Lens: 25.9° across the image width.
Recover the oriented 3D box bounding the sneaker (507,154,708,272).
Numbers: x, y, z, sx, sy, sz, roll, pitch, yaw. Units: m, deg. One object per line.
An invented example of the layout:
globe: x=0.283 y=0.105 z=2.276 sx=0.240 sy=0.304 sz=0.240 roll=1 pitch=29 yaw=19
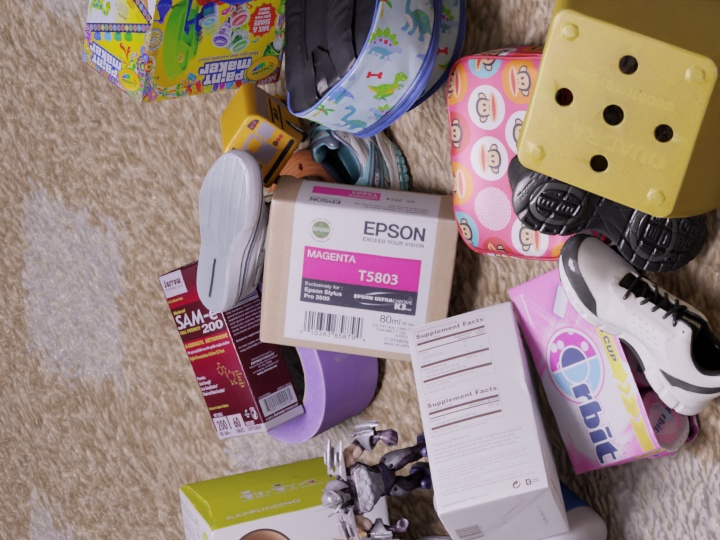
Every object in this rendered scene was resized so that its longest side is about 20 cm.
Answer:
sneaker: x=0.219 y=-0.063 z=1.386 sx=0.076 sy=0.198 sz=0.091 roll=-61 pitch=21 yaw=23

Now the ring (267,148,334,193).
ring: x=-0.041 y=-0.040 z=1.792 sx=0.199 sy=0.019 sz=0.203 roll=18 pitch=115 yaw=45

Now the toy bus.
toy bus: x=-0.108 y=-0.151 z=1.712 sx=0.065 sy=0.078 sz=0.200 roll=-55 pitch=16 yaw=12

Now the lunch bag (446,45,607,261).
lunch bag: x=0.168 y=-0.111 z=1.486 sx=0.175 sy=0.081 sz=0.203 roll=8 pitch=106 yaw=46

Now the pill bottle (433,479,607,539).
pill bottle: x=0.175 y=0.261 z=1.561 sx=0.200 sy=0.111 sz=0.113 roll=41 pitch=129 yaw=33

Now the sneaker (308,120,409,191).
sneaker: x=-0.020 y=-0.156 z=1.682 sx=0.078 sy=0.086 sz=0.202 roll=-40 pitch=71 yaw=45

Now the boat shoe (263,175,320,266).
boat shoe: x=-0.117 y=-0.048 z=1.809 sx=0.200 sy=0.068 sz=0.075 roll=-42 pitch=69 yaw=47

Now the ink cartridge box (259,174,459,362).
ink cartridge box: x=0.000 y=0.000 z=1.632 sx=0.197 sy=0.075 sz=0.167 roll=7 pitch=113 yaw=3

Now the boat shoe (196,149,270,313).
boat shoe: x=-0.128 y=-0.049 z=1.644 sx=0.073 sy=0.066 sz=0.201 roll=39 pitch=134 yaw=24

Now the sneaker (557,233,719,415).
sneaker: x=0.261 y=0.037 z=1.395 sx=0.200 sy=0.074 sz=0.080 roll=44 pitch=147 yaw=-5

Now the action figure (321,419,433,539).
action figure: x=0.033 y=0.214 z=1.641 sx=0.069 sy=0.199 sz=0.132 roll=11 pitch=110 yaw=45

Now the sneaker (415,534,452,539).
sneaker: x=0.067 y=0.333 z=1.705 sx=0.199 sy=0.108 sz=0.071 roll=-24 pitch=82 yaw=49

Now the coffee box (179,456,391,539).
coffee box: x=-0.080 y=0.337 z=1.758 sx=0.200 sy=0.197 sz=0.201 roll=-160 pitch=62 yaw=-72

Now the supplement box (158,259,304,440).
supplement box: x=-0.146 y=0.083 z=1.761 sx=0.108 sy=0.060 sz=0.202 roll=-17 pitch=94 yaw=54

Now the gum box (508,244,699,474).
gum box: x=0.230 y=0.089 z=1.483 sx=0.113 sy=0.066 sz=0.202 roll=-28 pitch=80 yaw=50

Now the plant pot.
plant pot: x=0.230 y=-0.153 z=1.283 sx=0.198 sy=0.176 sz=0.202 roll=22 pitch=119 yaw=15

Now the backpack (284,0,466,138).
backpack: x=0.016 y=-0.235 z=1.543 sx=0.183 sy=0.146 sz=0.202 roll=-36 pitch=42 yaw=48

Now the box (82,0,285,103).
box: x=-0.186 y=-0.309 z=1.742 sx=0.122 sy=0.199 sz=0.195 roll=36 pitch=126 yaw=35

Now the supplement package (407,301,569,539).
supplement package: x=0.122 y=0.152 z=1.508 sx=0.108 sy=0.114 sz=0.202 roll=-15 pitch=55 yaw=9

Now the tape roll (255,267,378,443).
tape roll: x=-0.076 y=0.090 z=1.797 sx=0.199 sy=0.084 sz=0.202 roll=28 pitch=130 yaw=40
